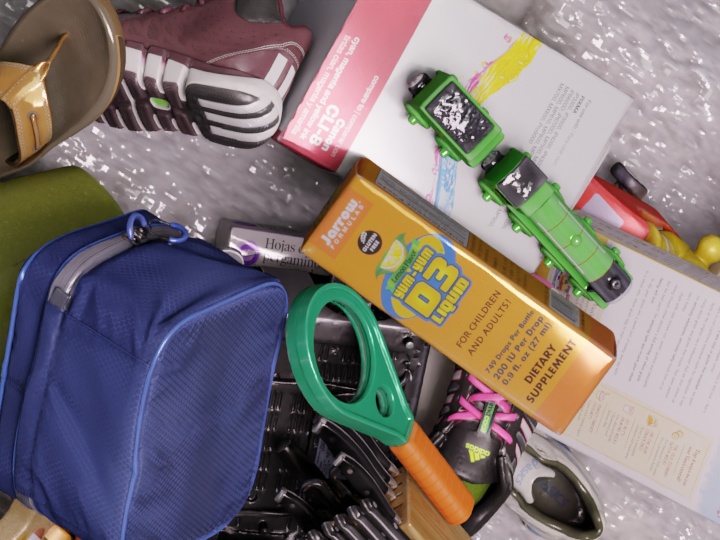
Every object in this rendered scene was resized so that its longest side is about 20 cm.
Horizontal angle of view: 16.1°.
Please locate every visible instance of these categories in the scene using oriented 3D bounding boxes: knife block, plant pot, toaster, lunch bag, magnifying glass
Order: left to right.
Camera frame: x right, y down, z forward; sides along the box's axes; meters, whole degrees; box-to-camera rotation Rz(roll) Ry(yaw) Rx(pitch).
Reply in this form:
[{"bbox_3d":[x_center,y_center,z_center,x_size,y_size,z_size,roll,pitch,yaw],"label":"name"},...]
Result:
[{"bbox_3d":[-0.237,0.026,1.609,0.200,0.187,0.188,-35,106,-19],"label":"plant pot"},{"bbox_3d":[-0.140,0.060,1.513,0.136,0.132,0.201,-20,129,-53],"label":"lunch bag"},{"bbox_3d":[-0.057,0.092,1.667,0.180,0.119,0.201,6,112,-11],"label":"toaster"},{"bbox_3d":[0.014,0.087,1.564,0.200,0.022,0.080,51,42,-33],"label":"magnifying glass"},{"bbox_3d":[0.023,0.169,1.620,0.064,0.200,0.176,-31,71,17],"label":"knife block"}]

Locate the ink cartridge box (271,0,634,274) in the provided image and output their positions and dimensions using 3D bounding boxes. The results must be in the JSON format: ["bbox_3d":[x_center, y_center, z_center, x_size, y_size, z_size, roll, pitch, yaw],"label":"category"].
[{"bbox_3d":[0.047,-0.107,1.674,0.199,0.145,0.145,29,91,-17],"label":"ink cartridge box"}]

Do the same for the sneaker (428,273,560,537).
[{"bbox_3d":[0.082,0.098,1.650,0.073,0.088,0.201,21,117,2],"label":"sneaker"}]

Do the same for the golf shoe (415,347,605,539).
[{"bbox_3d":[0.096,0.117,1.749,0.200,0.097,0.078,38,89,-16],"label":"golf shoe"}]

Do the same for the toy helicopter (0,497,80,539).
[{"bbox_3d":[-0.242,0.194,1.635,0.079,0.200,0.133,38,110,21],"label":"toy helicopter"}]

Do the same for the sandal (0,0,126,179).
[{"bbox_3d":[-0.223,-0.102,1.602,0.200,0.054,0.080,-36,94,26],"label":"sandal"}]

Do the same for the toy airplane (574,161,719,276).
[{"bbox_3d":[0.230,0.027,1.747,0.198,0.141,0.201,-3,110,-9],"label":"toy airplane"}]

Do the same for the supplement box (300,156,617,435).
[{"bbox_3d":[0.061,0.015,1.574,0.200,0.069,0.067,35,103,-1],"label":"supplement box"}]

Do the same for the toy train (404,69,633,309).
[{"bbox_3d":[0.103,-0.050,1.594,0.042,0.056,0.200,-46,108,-3],"label":"toy train"}]

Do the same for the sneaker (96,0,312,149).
[{"bbox_3d":[-0.118,-0.149,1.641,0.116,0.199,0.076,-58,152,-29],"label":"sneaker"}]

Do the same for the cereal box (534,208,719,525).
[{"bbox_3d":[0.195,0.065,1.664,0.199,0.039,0.144,28,109,22],"label":"cereal box"}]

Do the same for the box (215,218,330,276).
[{"bbox_3d":[0.000,0.000,1.733,0.199,0.041,0.039,9,96,-16],"label":"box"}]
